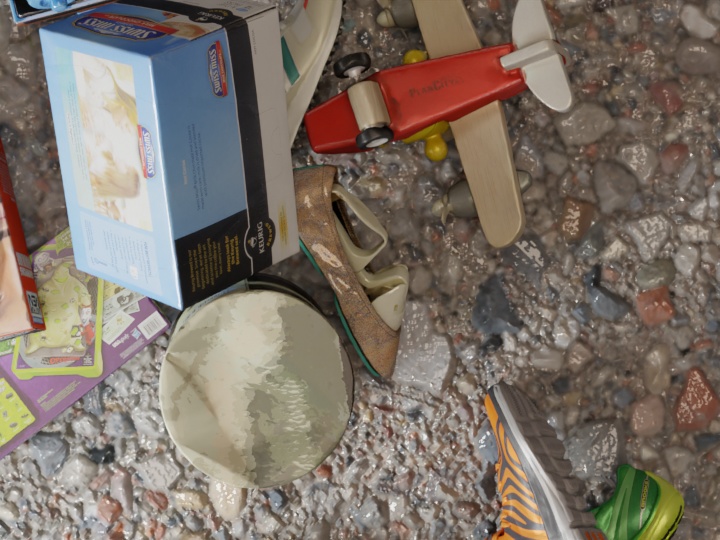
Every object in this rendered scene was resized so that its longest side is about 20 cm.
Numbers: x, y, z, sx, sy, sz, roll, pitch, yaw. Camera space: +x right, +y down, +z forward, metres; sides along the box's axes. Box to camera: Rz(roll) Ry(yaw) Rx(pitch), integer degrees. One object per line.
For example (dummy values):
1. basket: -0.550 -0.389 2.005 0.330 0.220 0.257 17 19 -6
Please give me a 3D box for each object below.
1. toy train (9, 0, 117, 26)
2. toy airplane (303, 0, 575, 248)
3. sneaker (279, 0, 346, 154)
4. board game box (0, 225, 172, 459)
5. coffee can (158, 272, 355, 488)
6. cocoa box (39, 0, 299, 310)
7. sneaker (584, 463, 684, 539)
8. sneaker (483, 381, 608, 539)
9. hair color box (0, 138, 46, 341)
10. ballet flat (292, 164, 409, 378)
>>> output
1. toy train: -0.194 -0.249 1.305 0.198 0.114 0.087 -16 82 -4
2. toy airplane: 0.077 -0.144 1.323 0.198 0.141 0.201 27 81 4
3. sneaker: -0.081 -0.162 1.341 0.093 0.070 0.201 21 94 -11
4. board game box: -0.270 0.059 1.358 0.199 0.032 0.120 -37 98 -2
5. coffee can: -0.084 0.081 1.289 0.145 0.200 0.148 0 94 -5
6. cocoa box: -0.141 -0.096 1.233 0.131 0.133 0.202 -28 124 -40
7. sneaker: 0.192 0.251 1.398 0.083 0.074 0.200 41 95 24
8. sneaker: 0.125 0.198 1.362 0.112 0.077 0.201 -36 59 23
9. hair color box: -0.332 -0.036 1.315 0.110 0.064 0.202 -15 87 -2
10. ballet flat: 0.000 0.000 1.337 0.067 0.068 0.201 -23 115 15
